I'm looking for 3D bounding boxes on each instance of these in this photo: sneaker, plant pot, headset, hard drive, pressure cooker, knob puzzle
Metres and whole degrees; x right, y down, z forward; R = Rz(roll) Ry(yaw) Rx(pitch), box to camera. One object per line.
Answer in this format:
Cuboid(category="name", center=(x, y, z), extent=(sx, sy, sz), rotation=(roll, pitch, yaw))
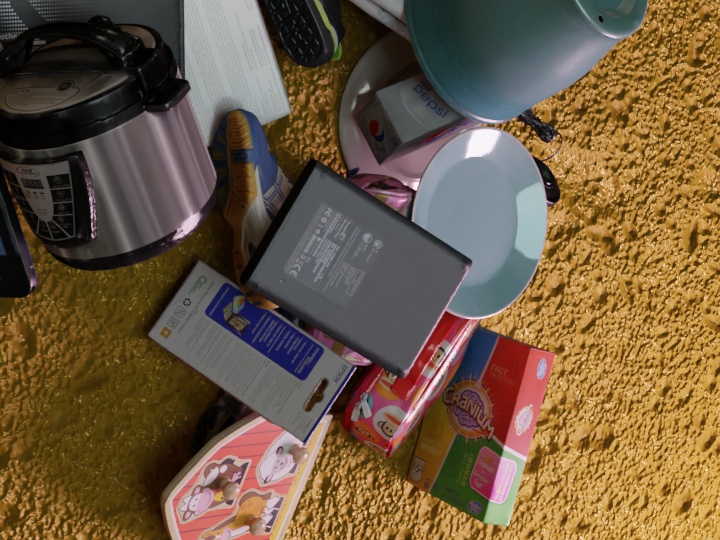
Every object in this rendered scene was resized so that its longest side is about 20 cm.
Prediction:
Cuboid(category="sneaker", center=(-0.091, -0.067, 1.536), extent=(0.087, 0.075, 0.203), rotation=(-18, 106, -32))
Cuboid(category="plant pot", center=(0.177, -0.271, 1.537), extent=(0.198, 0.187, 0.203), rotation=(13, 70, -38))
Cuboid(category="headset", center=(0.167, -0.098, 1.737), extent=(0.094, 0.123, 0.201), rotation=(42, 61, -14))
Cuboid(category="sneaker", center=(-0.066, -0.305, 1.560), extent=(0.083, 0.071, 0.202), rotation=(-47, 127, -52))
Cuboid(category="hard drive", center=(-0.002, 0.001, 1.510), extent=(0.199, 0.033, 0.141), rotation=(31, 90, -21))
Cuboid(category="pressure cooker", center=(-0.231, -0.124, 1.336), extent=(0.174, 0.179, 0.202), rotation=(-21, 122, -7))
Cuboid(category="knob puzzle", center=(-0.124, 0.234, 1.601), extent=(0.218, 0.030, 0.222), rotation=(-27, 137, -28))
Cuboid(category="sneaker", center=(-0.105, 0.130, 1.628), extent=(0.085, 0.077, 0.202), rotation=(23, 97, -43))

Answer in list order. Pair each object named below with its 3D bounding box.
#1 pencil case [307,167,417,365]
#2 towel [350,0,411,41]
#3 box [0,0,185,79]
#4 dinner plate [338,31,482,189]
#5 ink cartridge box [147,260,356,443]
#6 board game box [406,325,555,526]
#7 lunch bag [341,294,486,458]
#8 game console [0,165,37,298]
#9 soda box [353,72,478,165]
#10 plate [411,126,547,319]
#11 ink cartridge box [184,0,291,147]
Cuboid(category="pencil case", center=(0.000, 0.000, 1.586), extent=(0.085, 0.083, 0.203), rotation=(14, 107, 4))
Cuboid(category="towel", center=(0.050, -0.328, 1.597), extent=(0.199, 0.048, 0.173), rotation=(28, 62, -33))
Cuboid(category="box", center=(-0.261, -0.205, 1.423), extent=(0.198, 0.047, 0.196), rotation=(-7, 112, -25))
Cuboid(category="dinner plate", center=(0.063, -0.168, 1.696), extent=(0.198, 0.024, 0.203), rotation=(-10, 107, -34))
Cuboid(category="ink cartridge box", center=(-0.110, 0.084, 1.552), extent=(0.095, 0.199, 0.037), rotation=(-55, 169, -11))
Cuboid(category="board game box", center=(0.135, 0.171, 1.748), extent=(0.040, 0.152, 0.203), rotation=(13, 93, -35))
Cuboid(category="lunch bag", center=(0.061, 0.101, 1.665), extent=(0.081, 0.176, 0.201), rotation=(34, 74, 6))
Cuboid(category="game console", center=(-0.405, -0.047, 1.345), extent=(0.118, 0.169, 0.202), rotation=(-43, 126, -50))
Cuboid(category="soda box", center=(0.095, -0.184, 1.646), extent=(0.198, 0.068, 0.064), rotation=(-25, 83, -28))
Cuboid(category="plate", center=(0.121, -0.050, 1.609), extent=(0.198, 0.025, 0.203), rotation=(-5, 99, -38))
Cuboid(category="ink cartridge box", center=(-0.184, -0.199, 1.514), extent=(0.198, 0.057, 0.164), rotation=(-21, 114, -7))
